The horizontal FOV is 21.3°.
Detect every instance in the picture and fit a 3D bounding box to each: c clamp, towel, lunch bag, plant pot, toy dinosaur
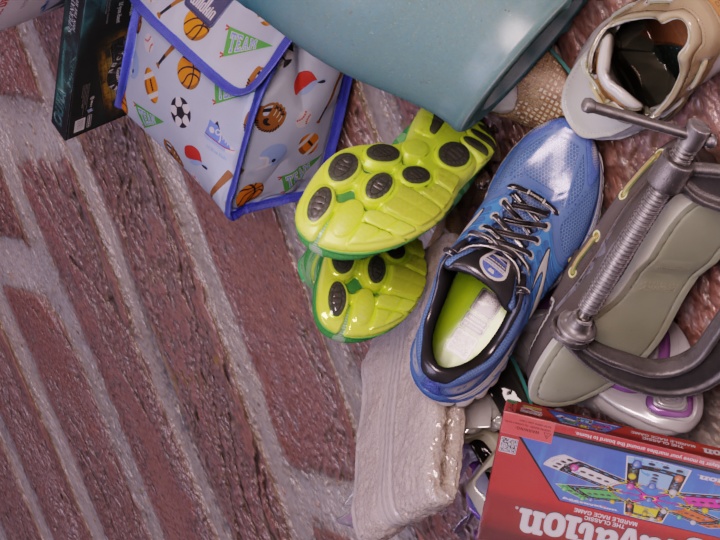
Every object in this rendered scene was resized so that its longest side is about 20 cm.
[{"bbox_3d":[0.175,-0.007,1.120,0.027,0.171,0.200,-95,20,-51],"label":"c clamp"},{"bbox_3d":[0.036,0.079,1.308,0.133,0.034,0.200,138,142,-60],"label":"towel"},{"bbox_3d":[-0.095,-0.168,1.462,0.170,0.124,0.200,44,134,29],"label":"lunch bag"},{"bbox_3d":[0.037,-0.192,1.156,0.188,0.200,0.200,42,150,4],"label":"plant pot"},{"bbox_3d":[0.073,-0.056,1.365,0.101,0.058,0.200,-124,31,-44],"label":"toy dinosaur"}]

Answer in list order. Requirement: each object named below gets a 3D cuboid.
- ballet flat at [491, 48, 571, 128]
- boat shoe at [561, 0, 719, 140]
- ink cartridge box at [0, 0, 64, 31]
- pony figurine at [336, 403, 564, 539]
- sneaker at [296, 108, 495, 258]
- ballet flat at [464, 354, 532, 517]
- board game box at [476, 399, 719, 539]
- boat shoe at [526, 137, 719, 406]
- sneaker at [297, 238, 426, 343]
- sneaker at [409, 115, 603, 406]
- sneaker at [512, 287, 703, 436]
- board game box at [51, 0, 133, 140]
[{"bbox_3d":[0.065,-0.150,1.261,0.200,0.065,0.071,46,147,26],"label":"ballet flat"},{"bbox_3d":[0.163,-0.123,1.117,0.075,0.068,0.200,59,152,6],"label":"boat shoe"},{"bbox_3d":[-0.238,-0.269,1.518,0.086,0.200,0.146,61,153,2],"label":"ink cartridge box"},{"bbox_3d":[0.104,0.153,1.413,0.200,0.167,0.193,46,117,34],"label":"pony figurine"},{"bbox_3d":[0.022,-0.043,1.214,0.074,0.200,0.084,39,124,12],"label":"sneaker"},{"bbox_3d":[0.095,0.119,1.305,0.200,0.068,0.068,61,146,13],"label":"ballet flat"},{"bbox_3d":[0.182,0.152,1.234,0.200,0.019,0.103,13,119,6],"label":"board game box"},{"bbox_3d":[0.163,0.004,1.190,0.201,0.072,0.061,-54,41,34],"label":"boat shoe"},{"bbox_3d":[0.000,0.000,1.311,0.074,0.200,0.084,29,118,-8],"label":"sneaker"},{"bbox_3d":[0.095,-0.006,1.204,0.079,0.200,0.089,26,176,7],"label":"sneaker"},{"bbox_3d":[0.163,0.059,1.301,0.200,0.075,0.100,39,159,43],"label":"sneaker"},{"bbox_3d":[-0.182,-0.196,1.559,0.028,0.135,0.200,53,151,20],"label":"board game box"}]
